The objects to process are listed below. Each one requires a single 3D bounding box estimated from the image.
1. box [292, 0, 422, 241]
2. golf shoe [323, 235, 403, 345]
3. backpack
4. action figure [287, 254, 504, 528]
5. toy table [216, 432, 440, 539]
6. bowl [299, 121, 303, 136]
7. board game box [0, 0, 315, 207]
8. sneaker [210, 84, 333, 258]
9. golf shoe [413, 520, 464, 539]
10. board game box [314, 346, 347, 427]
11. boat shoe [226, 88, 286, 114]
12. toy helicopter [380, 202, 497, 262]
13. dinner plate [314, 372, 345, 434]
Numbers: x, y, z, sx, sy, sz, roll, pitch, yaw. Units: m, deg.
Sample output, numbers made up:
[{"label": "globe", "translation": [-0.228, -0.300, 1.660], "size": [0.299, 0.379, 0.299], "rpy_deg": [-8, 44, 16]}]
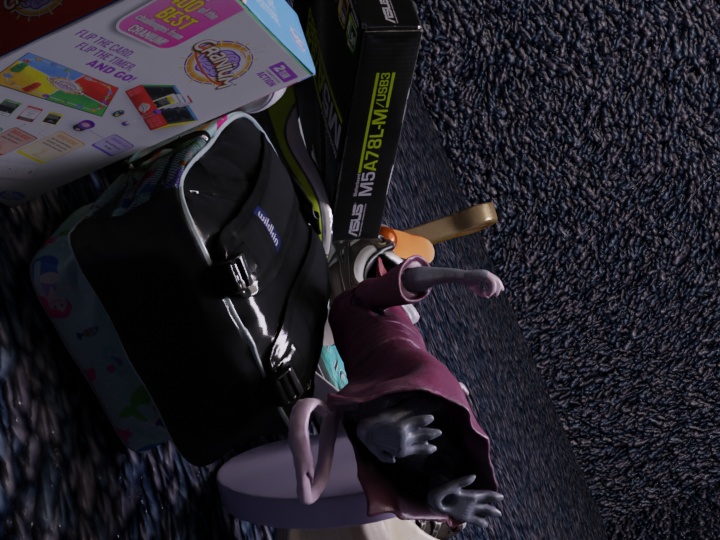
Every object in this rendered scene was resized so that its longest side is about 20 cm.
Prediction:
[{"label": "box", "translation": [-0.012, -0.159, 0.845], "size": [0.194, 0.047, 0.202], "rpy_deg": [105, -23, -48]}, {"label": "golf shoe", "translation": [0.000, 0.000, 0.939], "size": [0.201, 0.093, 0.078], "rpy_deg": [-71, 151, -55]}, {"label": "backpack", "translation": [-0.095, 0.004, 0.718], "size": [0.201, 0.149, 0.179], "rpy_deg": [-70, 140, -58]}, {"label": "action figure", "translation": [0.013, 0.066, 0.690], "size": [0.201, 0.147, 0.135], "rpy_deg": [-114, -159, -53]}, {"label": "toy table", "translation": [-0.012, 0.183, 0.779], "size": [0.200, 0.182, 0.119], "rpy_deg": [179, -102, -68]}, {"label": "bowl", "translation": [-0.097, -0.092, 0.971], "size": [0.201, 0.089, 0.204], "rpy_deg": [-9, 90, -72]}, {"label": "board game box", "translation": [-0.139, -0.102, 0.588], "size": [0.153, 0.198, 0.041], "rpy_deg": [33, 38, -71]}, {"label": "sneaker", "translation": [-0.080, -0.074, 0.833], "size": [0.074, 0.080, 0.202], "rpy_deg": [-5, -77, 64]}, {"label": "golf shoe", "translation": [0.048, 0.221, 1.093], "size": [0.200, 0.094, 0.079], "rpy_deg": [26, 45, -70]}, {"label": "board game box", "translation": [-0.042, 0.073, 1.129], "size": [0.135, 0.028, 0.202], "rpy_deg": [-75, 142, -71]}, {"label": "boat shoe", "translation": [-0.144, -0.145, 0.732], "size": [0.198, 0.072, 0.066], "rpy_deg": [25, 31, 3]}, {"label": "toy helicopter", "translation": [0.036, -0.028, 1.098], "size": [0.132, 0.198, 0.080], "rpy_deg": [102, -31, -78]}, {"label": "dinner plate", "translation": [-0.043, 0.090, 0.906], "size": [0.200, 0.024, 0.200], "rpy_deg": [39, -8, 6]}]
